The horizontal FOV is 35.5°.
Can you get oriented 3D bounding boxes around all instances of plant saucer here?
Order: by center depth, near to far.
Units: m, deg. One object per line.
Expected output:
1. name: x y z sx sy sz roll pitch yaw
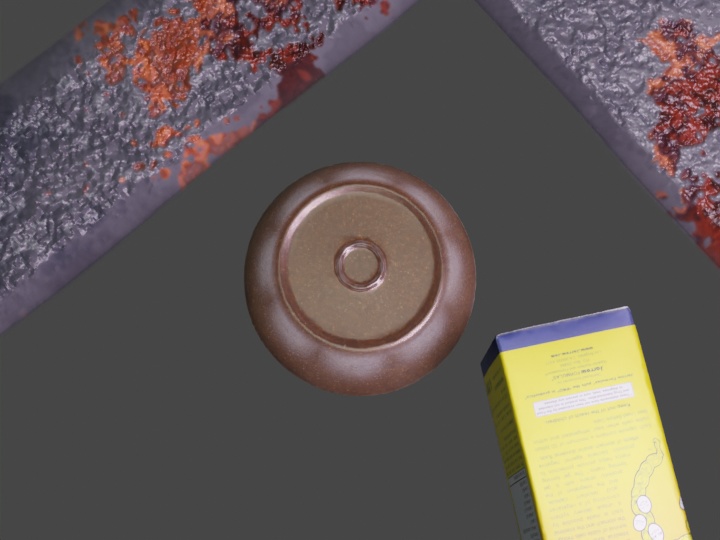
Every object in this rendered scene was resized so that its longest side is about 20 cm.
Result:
1. plant saucer: 0.000 0.000 0.932 0.196 0.037 0.204 0 75 -1

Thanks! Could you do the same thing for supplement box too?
1. supplement box: 0.169 0.146 0.856 0.107 0.109 0.204 -11 76 -4
